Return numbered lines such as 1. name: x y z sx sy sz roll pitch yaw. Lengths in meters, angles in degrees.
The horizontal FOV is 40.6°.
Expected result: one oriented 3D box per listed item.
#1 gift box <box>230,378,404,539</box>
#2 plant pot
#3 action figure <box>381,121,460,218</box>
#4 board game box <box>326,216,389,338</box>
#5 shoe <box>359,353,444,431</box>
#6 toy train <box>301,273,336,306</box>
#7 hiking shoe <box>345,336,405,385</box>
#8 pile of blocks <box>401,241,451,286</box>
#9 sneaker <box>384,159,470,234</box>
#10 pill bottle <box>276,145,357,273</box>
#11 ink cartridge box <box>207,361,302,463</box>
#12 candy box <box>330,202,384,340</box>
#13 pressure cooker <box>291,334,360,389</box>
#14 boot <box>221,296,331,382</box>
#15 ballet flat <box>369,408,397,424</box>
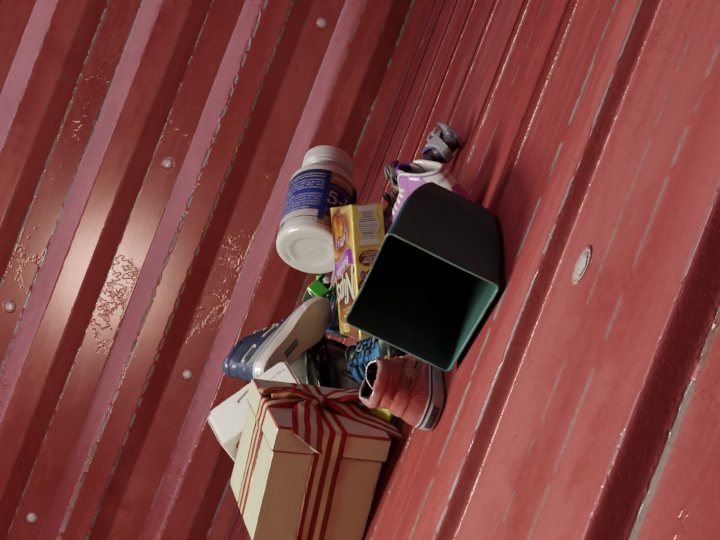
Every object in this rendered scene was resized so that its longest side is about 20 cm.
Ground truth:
1. gift box: -0.060 0.253 1.312 0.200 0.183 0.189 35 114 62
2. plant pot: 0.091 -0.012 1.195 0.201 0.140 0.142 -65 1 -55
3. action figure: 0.096 -0.159 1.684 0.201 0.069 0.130 -52 -27 -8
4. board game box: -0.014 0.012 1.682 0.196 0.055 0.202 147 137 -80
5. shoe: 0.051 0.130 1.234 0.200 0.090 0.072 -89 22 -72
6. toy train: -0.086 0.073 1.672 0.056 0.042 0.200 -42 -13 -32
7. hiking shoe: 0.018 0.129 1.381 0.201 0.086 0.075 95 -169 -62
8. pile of blocks: 0.084 0.003 1.317 0.062 0.081 0.202 122 158 -53
9. sneaker: 0.073 -0.103 1.428 0.200 0.115 0.073 -22 19 48
10. pill bottle: -0.067 -0.107 1.627 0.120 0.119 0.201 120 163 -51
11. ink cartridge box: -0.112 0.261 1.460 0.146 0.201 0.086 -35 34 -5
12. candy box: 0.000 0.000 1.480 0.117 0.056 0.202 -176 80 -74
13. pressure cooker: -0.074 0.203 1.633 0.179 0.175 0.200 -52 4 -13
14. boot: -0.131 0.103 1.538 0.200 0.090 0.073 -44 -49 -43
15. ballet flat: 0.001 0.224 1.455 0.200 0.066 0.067 129 163 -69
